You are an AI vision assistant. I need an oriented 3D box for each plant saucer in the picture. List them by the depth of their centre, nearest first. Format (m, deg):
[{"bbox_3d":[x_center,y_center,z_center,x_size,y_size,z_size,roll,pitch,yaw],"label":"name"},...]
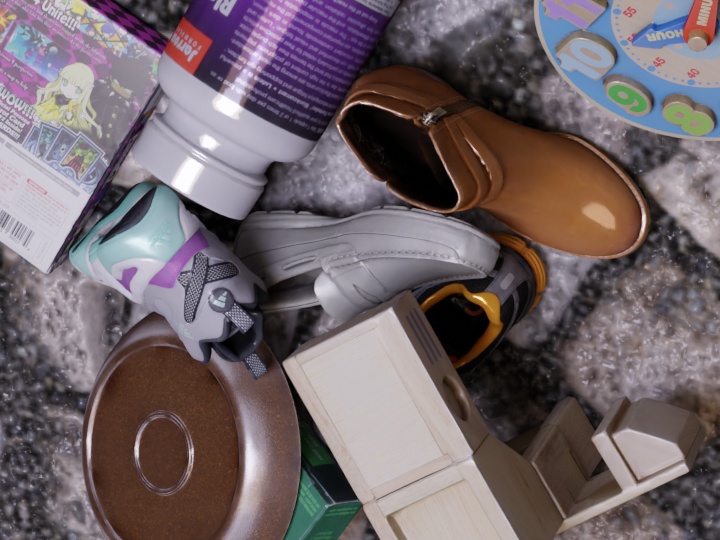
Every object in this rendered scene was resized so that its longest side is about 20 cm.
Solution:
[{"bbox_3d":[-0.122,0.120,1.546,0.200,0.032,0.200,0,90,41],"label":"plant saucer"}]

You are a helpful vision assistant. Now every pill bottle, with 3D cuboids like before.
[{"bbox_3d":[-0.056,-0.137,1.430,0.111,0.111,0.200,32,98,5],"label":"pill bottle"}]

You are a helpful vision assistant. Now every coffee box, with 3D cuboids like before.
[{"bbox_3d":[-0.093,0.179,1.570,0.123,0.044,0.200,51,120,28],"label":"coffee box"}]

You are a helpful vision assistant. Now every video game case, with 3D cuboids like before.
[{"bbox_3d":[-0.242,-0.126,1.553,0.200,0.036,0.181,35,113,4],"label":"video game case"}]

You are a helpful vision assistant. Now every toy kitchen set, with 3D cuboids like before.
[{"bbox_3d":[0.093,0.072,1.427,0.163,0.200,0.181,-27,95,22],"label":"toy kitchen set"}]

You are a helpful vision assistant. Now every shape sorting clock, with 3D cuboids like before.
[{"bbox_3d":[0.200,-0.144,1.365,0.200,0.039,0.200,11,140,10],"label":"shape sorting clock"}]

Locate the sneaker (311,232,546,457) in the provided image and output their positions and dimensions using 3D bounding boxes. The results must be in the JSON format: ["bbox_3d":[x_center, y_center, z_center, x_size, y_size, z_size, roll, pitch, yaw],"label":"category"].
[{"bbox_3d":[0.033,0.054,1.505,0.078,0.077,0.200,42,116,-2],"label":"sneaker"}]

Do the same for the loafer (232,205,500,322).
[{"bbox_3d":[0.000,0.000,1.473,0.200,0.070,0.070,-2,68,41],"label":"loafer"}]

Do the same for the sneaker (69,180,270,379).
[{"bbox_3d":[-0.111,0.015,1.486,0.078,0.200,0.140,-45,100,-4],"label":"sneaker"}]

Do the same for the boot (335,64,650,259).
[{"bbox_3d":[0.080,-0.060,1.410,0.200,0.155,0.077,37,106,3],"label":"boot"}]
